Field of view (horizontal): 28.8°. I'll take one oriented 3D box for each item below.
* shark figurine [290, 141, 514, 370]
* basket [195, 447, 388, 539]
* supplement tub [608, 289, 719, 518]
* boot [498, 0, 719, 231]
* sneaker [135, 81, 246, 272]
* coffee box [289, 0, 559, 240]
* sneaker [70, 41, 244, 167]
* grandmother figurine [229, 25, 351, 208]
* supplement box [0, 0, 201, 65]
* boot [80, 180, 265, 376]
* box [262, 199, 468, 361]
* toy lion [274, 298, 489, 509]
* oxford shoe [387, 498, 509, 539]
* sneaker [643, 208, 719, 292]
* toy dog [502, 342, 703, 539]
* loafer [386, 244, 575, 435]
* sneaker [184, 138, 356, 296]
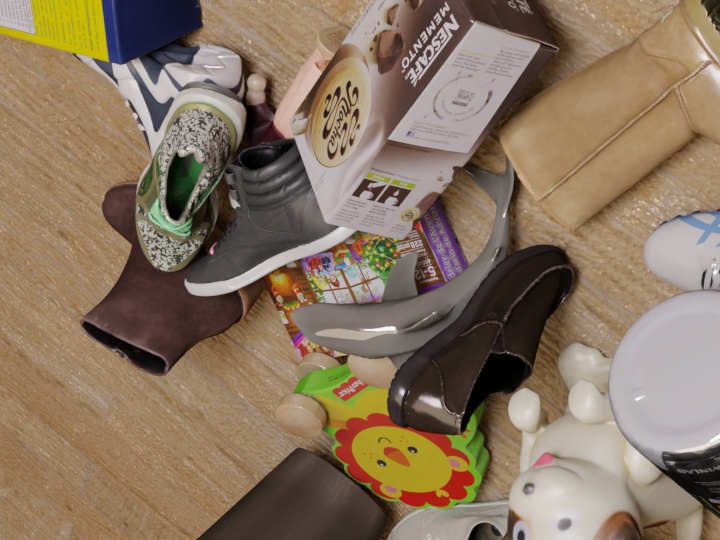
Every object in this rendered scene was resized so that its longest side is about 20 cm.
[{"bbox_3d":[0.064,0.013,1.075,0.214,0.090,0.128,-41,86,1],"label":"shark figurine"},{"bbox_3d":[-0.076,0.279,1.306,0.180,0.200,0.136,39,164,4],"label":"basket"},{"bbox_3d":[0.264,0.107,0.960,0.122,0.123,0.200,-2,152,38],"label":"supplement tub"},{"bbox_3d":[0.213,-0.083,0.986,0.200,0.066,0.176,-38,78,44],"label":"boot"},{"bbox_3d":[-0.156,-0.061,1.170,0.077,0.089,0.200,20,133,-2],"label":"sneaker"},{"bbox_3d":[0.040,-0.134,1.023,0.200,0.080,0.113,-51,43,35],"label":"coffee box"},{"bbox_3d":[-0.182,-0.144,1.241,0.198,0.079,0.130,18,125,28],"label":"sneaker"},{"bbox_3d":[-0.055,-0.115,1.177,0.121,0.060,0.200,50,132,14],"label":"grandmother figurine"},{"bbox_3d":[-0.248,-0.262,1.203,0.199,0.109,0.109,18,125,28],"label":"supplement box"},{"bbox_3d":[-0.199,0.001,1.277,0.199,0.166,0.073,30,133,20],"label":"boot"},{"bbox_3d":[0.000,0.000,1.212,0.199,0.039,0.137,-14,107,42],"label":"box"},{"bbox_3d":[0.038,0.134,1.223,0.191,0.069,0.200,37,140,-12],"label":"toy lion"},{"bbox_3d":[0.089,0.251,1.279,0.200,0.058,0.075,-20,106,45],"label":"oxford shoe"},{"bbox_3d":[0.286,0.012,0.976,0.199,0.072,0.072,21,128,29],"label":"sneaker"},{"bbox_3d":[0.178,0.161,1.056,0.139,0.200,0.195,-1,114,39],"label":"toy dog"},{"bbox_3d":[0.106,0.060,1.058,0.071,0.200,0.073,30,149,30],"label":"loafer"},{"bbox_3d":[-0.092,-0.048,1.174,0.199,0.071,0.099,-23,108,37],"label":"sneaker"}]
